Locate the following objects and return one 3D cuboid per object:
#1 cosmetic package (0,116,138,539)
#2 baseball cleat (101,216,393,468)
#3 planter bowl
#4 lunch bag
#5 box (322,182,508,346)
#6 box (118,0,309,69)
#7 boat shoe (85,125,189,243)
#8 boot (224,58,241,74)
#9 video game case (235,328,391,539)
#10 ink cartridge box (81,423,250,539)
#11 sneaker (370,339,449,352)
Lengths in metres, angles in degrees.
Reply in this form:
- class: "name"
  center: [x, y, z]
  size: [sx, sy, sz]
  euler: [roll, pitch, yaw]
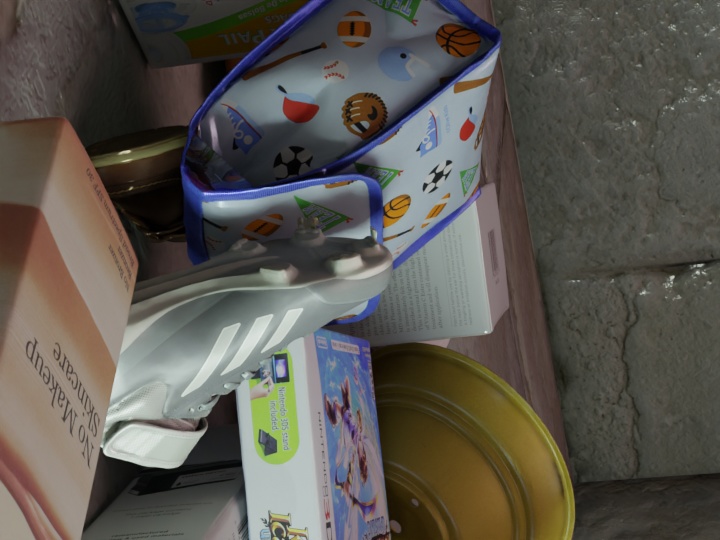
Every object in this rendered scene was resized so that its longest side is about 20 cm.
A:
- class: "cosmetic package"
  center: [-0.159, 0.045, 0.614]
  size: [0.104, 0.086, 0.202]
  euler: [72, 18, -48]
- class: "baseball cleat"
  center: [-0.075, 0.041, 0.799]
  size: [0.070, 0.197, 0.108]
  euler: [-128, -152, -64]
- class: "planter bowl"
  center: [0.043, 0.159, 1.053]
  size: [0.083, 0.199, 0.203]
  euler: [-38, 125, -44]
- class: "lunch bag"
  center: [-0.018, -0.059, 0.891]
  size: [0.124, 0.199, 0.171]
  euler: [43, -23, 22]
- class: "box"
  center: [0.000, 0.000, 1.096]
  size: [0.124, 0.197, 0.099]
  euler: [-31, 114, -76]
- class: "box"
  center: [-0.052, -0.211, 0.954]
  size: [0.113, 0.197, 0.102]
  euler: [67, 21, -53]
- class: "boat shoe"
  center: [-0.110, -0.051, 0.915]
  size: [0.200, 0.071, 0.069]
  euler: [-22, 104, -80]
- class: "boot"
  center: [-0.080, -0.192, 1.114]
  size: [0.202, 0.070, 0.146]
  euler: [74, 13, -59]
- class: "video game case"
  center: [-0.023, 0.130, 0.911]
  size: [0.200, 0.045, 0.184]
  euler: [23, 61, -77]
- class: "ink cartridge box"
  center: [-0.088, 0.188, 0.879]
  size: [0.200, 0.083, 0.147]
  euler: [-49, 132, -73]
- class: "sneaker"
  center: [0.003, 0.081, 1.199]
  size: [0.198, 0.074, 0.088]
  euler: [-22, 132, -33]
